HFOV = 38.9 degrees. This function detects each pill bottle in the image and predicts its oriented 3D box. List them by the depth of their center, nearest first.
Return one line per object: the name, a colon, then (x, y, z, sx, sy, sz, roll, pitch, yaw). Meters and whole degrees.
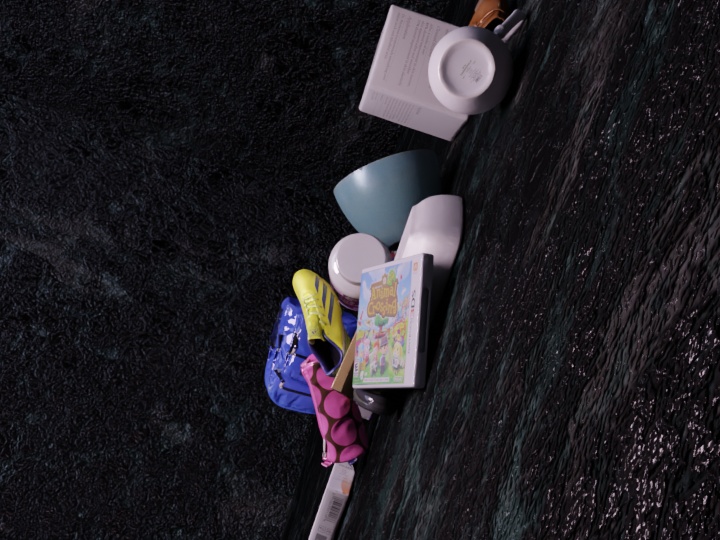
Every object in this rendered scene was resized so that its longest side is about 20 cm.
pill bottle: (0.000, 0.000, 1.745, 0.200, 0.111, 0.113, 89, -162, -78)

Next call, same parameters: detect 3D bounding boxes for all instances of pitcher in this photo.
pitcher: (0.177, -0.309, 1.471, 0.172, 0.121, 0.200, -56, -4, 14)

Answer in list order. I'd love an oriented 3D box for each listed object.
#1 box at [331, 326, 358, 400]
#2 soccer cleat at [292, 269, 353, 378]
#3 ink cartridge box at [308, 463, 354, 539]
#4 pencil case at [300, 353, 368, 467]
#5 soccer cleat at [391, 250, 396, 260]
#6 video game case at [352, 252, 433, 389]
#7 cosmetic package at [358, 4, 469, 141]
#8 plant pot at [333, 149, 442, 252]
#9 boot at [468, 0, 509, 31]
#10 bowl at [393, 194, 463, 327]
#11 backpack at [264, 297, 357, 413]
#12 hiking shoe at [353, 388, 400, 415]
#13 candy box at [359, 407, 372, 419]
box: (0.018, 0.119, 1.695, 0.202, 0.021, 0.164, -65, -18, -8)
soccer cleat: (-0.067, 0.087, 1.717, 0.065, 0.202, 0.083, -35, -15, 34)
ink cartridge box: (-0.046, 0.429, 1.934, 0.200, 0.050, 0.164, -59, -12, -66)
pencil case: (-0.049, 0.237, 1.781, 0.091, 0.093, 0.202, -3, 103, 66)
soccer cleat: (0.082, 0.004, 1.785, 0.200, 0.066, 0.077, 163, 111, -88)
video game case: (0.044, 0.078, 1.464, 0.200, 0.022, 0.184, 165, 112, -64)
cosmetic package: (0.119, -0.369, 1.927, 0.166, 0.198, 0.169, 129, 159, -81)
plant pot: (0.066, -0.113, 1.832, 0.200, 0.198, 0.136, 118, 134, -73)
boot: (0.203, -0.367, 1.733, 0.156, 0.076, 0.201, -85, 20, -59)
bowl: (0.092, -0.011, 1.558, 0.200, 0.074, 0.202, -77, 4, -64)
backpack: (-0.104, 0.170, 1.936, 0.168, 0.161, 0.202, -119, 46, -83)
hiking shoe: (0.038, 0.148, 1.596, 0.200, 0.075, 0.102, -77, 2, -67)
candy box: (0.024, 0.149, 1.900, 0.168, 0.071, 0.202, 112, 174, -58)
